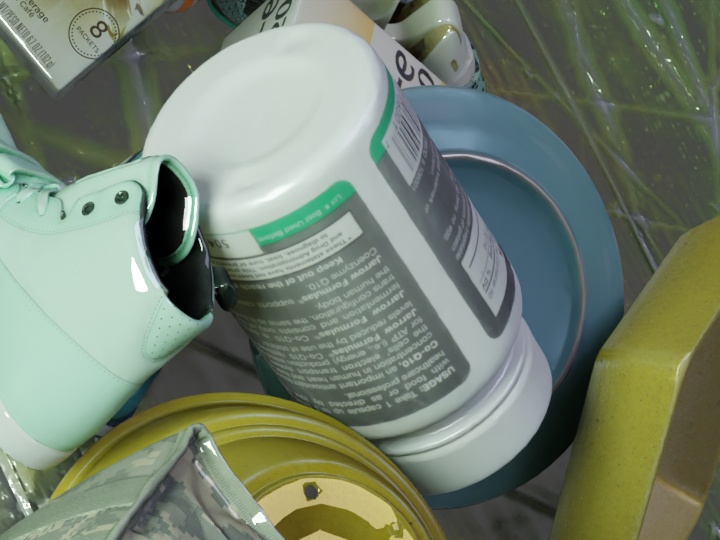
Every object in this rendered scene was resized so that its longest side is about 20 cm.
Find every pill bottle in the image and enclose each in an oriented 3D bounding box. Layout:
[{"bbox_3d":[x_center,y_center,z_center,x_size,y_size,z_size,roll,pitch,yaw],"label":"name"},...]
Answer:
[{"bbox_3d":[0.000,0.000,1.276,0.200,0.113,0.113,56,26,-38],"label":"pill bottle"}]

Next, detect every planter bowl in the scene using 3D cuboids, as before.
[{"bbox_3d":[-0.028,0.134,1.188,0.200,0.083,0.201,8,69,-22],"label":"planter bowl"}]

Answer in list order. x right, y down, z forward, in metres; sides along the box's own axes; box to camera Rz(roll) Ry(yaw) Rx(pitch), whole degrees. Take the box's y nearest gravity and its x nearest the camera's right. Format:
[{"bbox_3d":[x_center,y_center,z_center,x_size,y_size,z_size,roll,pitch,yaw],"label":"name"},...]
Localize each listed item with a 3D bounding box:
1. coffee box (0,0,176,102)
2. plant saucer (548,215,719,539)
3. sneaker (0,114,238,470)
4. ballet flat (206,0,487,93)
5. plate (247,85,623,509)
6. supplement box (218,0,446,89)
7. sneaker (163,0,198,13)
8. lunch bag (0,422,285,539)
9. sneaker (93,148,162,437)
[{"bbox_3d":[-0.097,-0.184,1.354,0.113,0.200,0.080,49,-6,-4],"label":"coffee box"},{"bbox_3d":[0.143,0.076,1.459,0.048,0.200,0.200,21,31,14],"label":"plant saucer"},{"bbox_3d":[-0.119,-0.032,1.210,0.074,0.118,0.201,21,40,-54],"label":"sneaker"},{"bbox_3d":[0.012,-0.126,1.555,0.200,0.074,0.074,19,46,-41],"label":"ballet flat"},{"bbox_3d":[0.042,0.013,1.398,0.200,0.026,0.201,0,90,-26],"label":"plate"},{"bbox_3d":[0.013,-0.036,1.469,0.200,0.073,0.126,39,36,-20],"label":"supplement box"},{"bbox_3d":[-0.120,-0.223,1.442,0.200,0.112,0.078,39,36,-20],"label":"sneaker"},{"bbox_3d":[-0.122,0.167,1.040,0.118,0.164,0.200,52,33,-12],"label":"lunch bag"},{"bbox_3d":[-0.095,-0.007,1.306,0.077,0.080,0.200,42,36,-16],"label":"sneaker"}]
